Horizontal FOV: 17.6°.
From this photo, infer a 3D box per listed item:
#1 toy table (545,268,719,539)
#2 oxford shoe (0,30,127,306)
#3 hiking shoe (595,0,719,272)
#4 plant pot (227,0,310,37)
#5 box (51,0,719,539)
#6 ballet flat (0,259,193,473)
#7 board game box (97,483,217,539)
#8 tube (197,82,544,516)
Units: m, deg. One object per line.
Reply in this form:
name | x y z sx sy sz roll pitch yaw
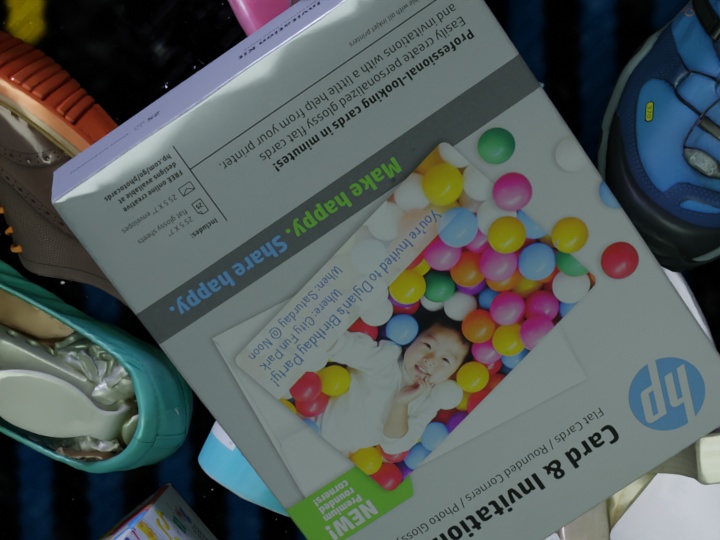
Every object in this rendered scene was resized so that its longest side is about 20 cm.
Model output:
toy table | 0.085 0.072 0.898 0.183 0.117 0.201 -17 93 6
oxford shoe | -0.130 -0.039 0.929 0.200 0.071 0.073 36 105 2
hiking shoe | 0.150 -0.092 0.856 0.074 0.087 0.200 30 67 4
plant pot | 0.022 -0.192 0.851 0.179 0.200 0.200 -19 94 -10
box | 0.015 0.007 0.793 0.156 0.041 0.200 -33 109 6
ballet flat | -0.161 0.024 0.935 0.200 0.070 0.067 24 97 2
board game box | -0.093 0.169 0.879 0.103 0.200 0.105 -40 91 7
tube | 0.000 0.000 0.929 0.077 0.050 0.200 32 99 35
